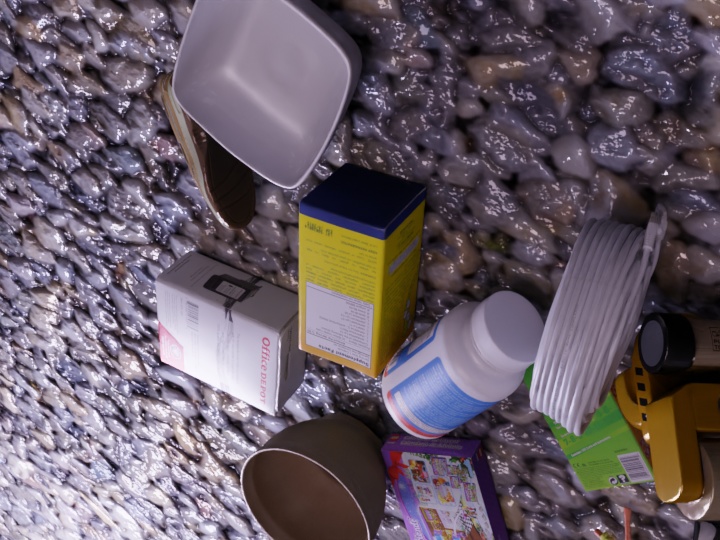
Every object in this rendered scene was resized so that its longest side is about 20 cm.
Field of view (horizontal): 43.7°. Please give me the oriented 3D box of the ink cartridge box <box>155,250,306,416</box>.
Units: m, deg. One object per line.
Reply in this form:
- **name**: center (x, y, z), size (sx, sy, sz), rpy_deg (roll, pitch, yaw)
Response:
- **ink cartridge box**: center (-0.171, 0.083, 1.207), size (0.197, 0.083, 0.147), rpy_deg (22, 128, 19)

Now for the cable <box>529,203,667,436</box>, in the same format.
- **cable**: center (0.220, 0.051, 0.855), size (0.068, 0.201, 0.201), rpy_deg (21, 151, 20)

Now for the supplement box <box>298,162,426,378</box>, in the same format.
- **supplement box**: center (0.000, 0.000, 1.027), size (0.107, 0.110, 0.203), rpy_deg (19, 126, 22)

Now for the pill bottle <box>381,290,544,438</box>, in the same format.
- **pill bottle**: center (0.115, 0.104, 1.003), size (0.112, 0.112, 0.200), rpy_deg (45, 140, -1)

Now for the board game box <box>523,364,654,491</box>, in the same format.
- **board game box**: center (0.253, 0.158, 1.018), size (0.095, 0.030, 0.202), rpy_deg (-21, 107, 40)

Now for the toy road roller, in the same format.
- **toy road roller**: center (0.320, 0.140, 0.865), size (0.120, 0.204, 0.146), rpy_deg (3, 157, -11)

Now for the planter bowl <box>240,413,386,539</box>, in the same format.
- **planter bowl**: center (-0.044, 0.282, 1.217), size (0.197, 0.135, 0.203), rpy_deg (16, 125, 24)

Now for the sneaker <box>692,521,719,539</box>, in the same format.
- **sneaker**: center (0.423, 0.377, 1.019), size (0.078, 0.074, 0.203), rpy_deg (-2, 117, 28)

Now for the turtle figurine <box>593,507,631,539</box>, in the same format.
- **turtle figurine**: center (0.290, 0.380, 1.112), size (0.159, 0.064, 0.204), rpy_deg (-2, 99, 38)

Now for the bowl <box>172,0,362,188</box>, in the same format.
- **bowl**: center (-0.093, -0.216, 0.974), size (0.199, 0.075, 0.201), rpy_deg (39, 132, 7)

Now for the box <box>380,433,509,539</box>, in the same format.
- **box**: center (0.117, 0.312, 1.196), size (0.135, 0.039, 0.203), rpy_deg (-2, 117, 33)

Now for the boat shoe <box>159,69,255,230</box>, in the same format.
- **boat shoe**: center (-0.188, -0.146, 1.094), size (0.075, 0.071, 0.203), rpy_deg (0, 112, 49)
